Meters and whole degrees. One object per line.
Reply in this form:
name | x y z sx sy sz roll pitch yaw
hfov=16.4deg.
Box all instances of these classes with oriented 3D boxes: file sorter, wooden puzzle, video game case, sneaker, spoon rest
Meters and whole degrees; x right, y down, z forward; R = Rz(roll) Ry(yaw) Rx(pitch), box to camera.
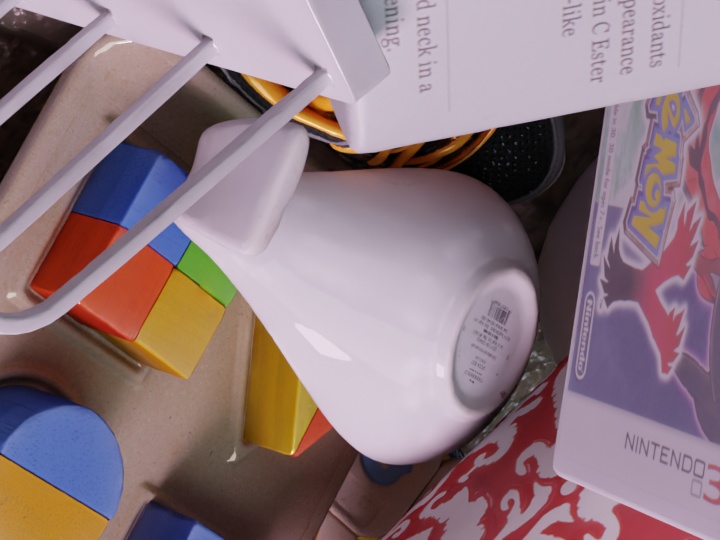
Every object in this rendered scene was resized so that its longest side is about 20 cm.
file sorter | -0.120 -0.083 0.603 0.124 0.200 0.139 -43 126 -22
wooden puzzle | -0.062 0.050 0.802 0.185 0.046 0.200 39 78 -42
video game case | 0.112 -0.024 0.681 0.023 0.182 0.201 7 94 -22
sneaker | 0.002 -0.066 0.819 0.078 0.077 0.200 -41 134 19
spoon rest | 0.000 0.000 0.792 0.200 0.060 0.100 36 76 -57

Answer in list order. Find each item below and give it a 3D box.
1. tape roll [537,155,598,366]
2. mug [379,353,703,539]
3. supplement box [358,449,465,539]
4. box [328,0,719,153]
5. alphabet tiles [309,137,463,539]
tape roll | 0.170 0.010 0.957 0.201 0.071 0.203 -10 136 -9
mug | 0.089 0.116 0.815 0.200 0.178 0.134 -40 151 -6
supplement box | 0.021 0.169 0.966 0.109 0.200 0.109 -27 138 8
box | 0.032 -0.175 0.633 0.130 0.200 0.199 -11 136 -7
alphabet tiles | -0.036 0.062 0.878 0.200 0.015 0.196 44 75 -20
